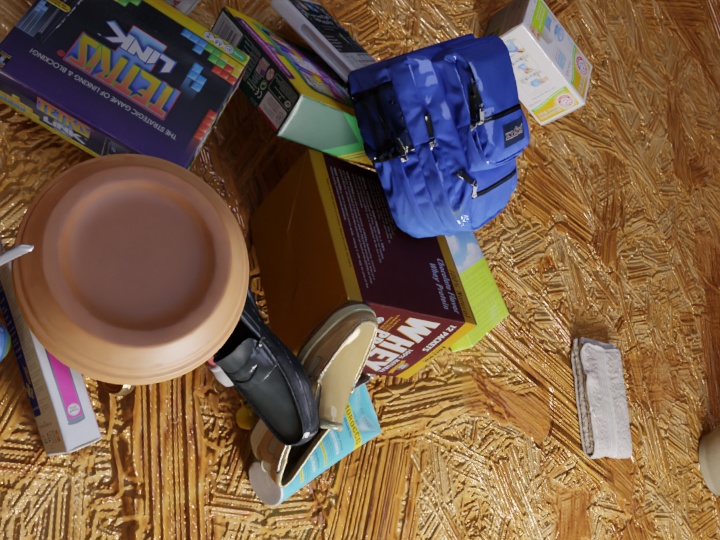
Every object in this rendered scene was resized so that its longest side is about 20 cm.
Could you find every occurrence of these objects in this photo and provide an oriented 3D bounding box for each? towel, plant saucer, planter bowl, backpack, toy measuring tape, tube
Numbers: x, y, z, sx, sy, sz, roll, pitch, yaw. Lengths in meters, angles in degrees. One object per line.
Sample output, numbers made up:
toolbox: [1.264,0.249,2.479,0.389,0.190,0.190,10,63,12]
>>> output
towel: [0.421,0.221,1.307,0.130,0.034,0.205,12,68,-40]
plant saucer: [-0.186,-0.009,0.633,0.195,0.037,0.205,8,69,-21]
planter bowl: [0.763,0.381,1.505,0.197,0.133,0.206,17,65,-39]
backpack: [0.094,-0.140,0.821,0.161,0.166,0.205,-28,108,-40]
toy measuring tape: [-0.062,0.124,0.855,0.198,0.073,0.075,-20,89,-42]
tube: [-0.045,0.197,0.871,0.199,0.050,0.079,-28,105,-49]

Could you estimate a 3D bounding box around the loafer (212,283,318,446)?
loafer: [-0.108,0.078,0.700,0.203,0.067,0.070,60,28,0]

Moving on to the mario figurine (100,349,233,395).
mario figurine: [-0.190,0.073,0.738,0.199,0.104,0.126,-17,83,-61]

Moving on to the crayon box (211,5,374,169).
crayon box: [-0.069,-0.214,0.896,0.171,0.059,0.201,13,32,-49]

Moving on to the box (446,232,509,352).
box: [0.137,0.000,1.106,0.121,0.047,0.204,-29,96,-46]

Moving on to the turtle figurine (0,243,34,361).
turtle figurine: [-0.364,0.020,0.558,0.191,0.202,0.145,-11,52,-39]

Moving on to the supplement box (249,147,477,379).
supplement box: [0.000,0.000,0.880,0.197,0.133,0.201,13,49,-39]

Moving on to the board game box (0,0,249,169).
board game box: [-0.231,-0.193,0.740,0.197,0.057,0.168,29,60,-12]

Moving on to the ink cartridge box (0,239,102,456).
ink cartridge box: [-0.281,0.058,0.654,0.037,0.094,0.204,-20,89,-35]

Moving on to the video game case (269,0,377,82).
video game case: [-0.021,-0.282,0.981,0.182,0.023,0.200,45,19,-3]

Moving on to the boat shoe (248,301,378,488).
boat shoe: [-0.035,0.129,0.748,0.071,0.202,0.076,16,23,-40]

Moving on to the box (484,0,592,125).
box: [0.325,-0.387,1.384,0.199,0.100,0.114,42,51,-25]

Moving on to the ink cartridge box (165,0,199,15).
ink cartridge box: [-0.253,-0.353,0.792,0.197,0.145,0.088,0,73,-43]
